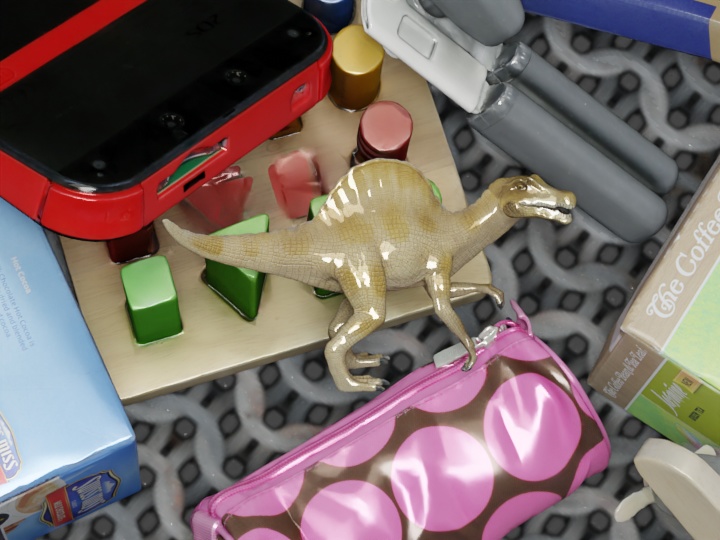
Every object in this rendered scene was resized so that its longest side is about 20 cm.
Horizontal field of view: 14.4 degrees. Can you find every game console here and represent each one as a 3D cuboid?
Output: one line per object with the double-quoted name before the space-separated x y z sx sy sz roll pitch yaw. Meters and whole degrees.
"game console" -0.126 -0.099 1.314 0.176 0.031 0.200 30 42 21

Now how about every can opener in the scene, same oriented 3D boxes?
"can opener" 0.081 -0.087 1.377 0.200 0.066 0.053 39 52 -24

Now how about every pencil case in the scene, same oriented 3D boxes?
"pencil case" 0.015 0.100 1.354 0.200 0.091 0.094 -32 124 -12

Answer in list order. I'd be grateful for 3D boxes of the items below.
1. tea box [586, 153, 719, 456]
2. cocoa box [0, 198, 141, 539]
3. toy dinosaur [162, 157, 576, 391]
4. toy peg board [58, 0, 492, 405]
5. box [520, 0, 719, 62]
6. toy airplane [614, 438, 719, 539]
"tea box" 0.245 0.012 1.364 0.196 0.134 0.200 32 77 5
"cocoa box" -0.199 0.030 1.336 0.131 0.133 0.201 -24 78 -9
"toy dinosaur" 0.000 0.000 1.311 0.199 0.058 0.102 -8 103 -19
"toy peg board" -0.055 -0.063 1.385 0.199 0.098 0.200 -16 78 -7
"box" 0.112 -0.174 1.392 0.199 0.032 0.121 16 57 23
"toy airplane" 0.203 0.162 1.300 0.198 0.200 0.141 17 47 8
